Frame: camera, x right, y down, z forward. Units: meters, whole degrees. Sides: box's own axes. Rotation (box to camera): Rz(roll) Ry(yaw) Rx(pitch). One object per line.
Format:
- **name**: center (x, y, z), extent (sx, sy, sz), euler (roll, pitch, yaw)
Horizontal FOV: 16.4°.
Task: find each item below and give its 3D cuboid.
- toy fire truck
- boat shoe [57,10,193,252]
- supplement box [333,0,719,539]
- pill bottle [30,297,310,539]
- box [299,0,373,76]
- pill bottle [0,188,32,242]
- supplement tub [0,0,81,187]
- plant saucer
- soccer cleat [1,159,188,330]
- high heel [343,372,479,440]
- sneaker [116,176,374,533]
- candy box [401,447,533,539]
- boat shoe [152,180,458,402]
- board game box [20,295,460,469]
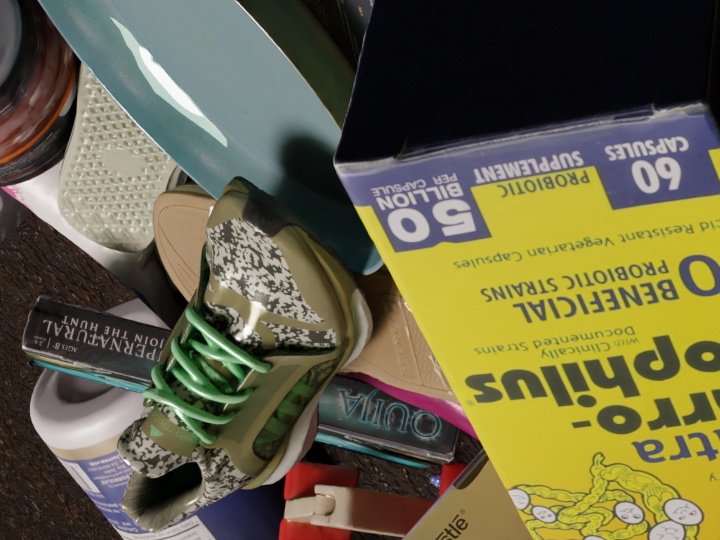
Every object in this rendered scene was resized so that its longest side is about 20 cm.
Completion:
- **toy fire truck**: center (0.029, 0.114, 1.139), extent (0.140, 0.049, 0.200), euler (7, 172, 4)
- **boat shoe**: center (-0.080, -0.080, 1.058), extent (0.074, 0.062, 0.200), euler (29, 146, -3)
- **supplement box**: center (0.085, -0.006, 0.745), extent (0.108, 0.110, 0.200), euler (-9, 134, 23)
- **pill bottle**: center (-0.088, 0.119, 1.412), extent (0.111, 0.111, 0.200), euler (15, 146, 54)
- **box**: center (0.004, -0.096, 0.870), extent (0.157, 0.051, 0.200), euler (34, 159, 28)
- **pill bottle**: center (-0.245, -0.033, 1.275), extent (0.113, 0.200, 0.113), euler (38, 160, 16)
- **supplement tub**: center (-0.170, -0.092, 1.075), extent (0.107, 0.107, 0.200), euler (44, 178, -1)
- **plant saucer**: center (-0.055, -0.080, 0.911), extent (0.200, 0.027, 0.200), euler (41, 164, 15)
- **soccer cleat**: center (-0.106, -0.031, 1.198), extent (0.200, 0.070, 0.086), euler (42, 173, -16)
- **high heel**: center (0.035, 0.051, 1.075), extent (0.199, 0.067, 0.097), euler (12, 133, 52)
- **sneaker**: center (-0.054, 0.045, 0.972), extent (0.077, 0.089, 0.201), euler (36, 147, 15)
- **candy box**: center (0.129, 0.119, 0.881), extent (0.200, 0.168, 0.072), euler (40, 160, 11)
- **boat shoe**: center (0.000, 0.000, 1.012), extent (0.199, 0.065, 0.072), euler (15, 127, 40)
- **board game box**: center (-0.057, 0.054, 1.161), extent (0.199, 0.028, 0.135), euler (15, 173, -3)
